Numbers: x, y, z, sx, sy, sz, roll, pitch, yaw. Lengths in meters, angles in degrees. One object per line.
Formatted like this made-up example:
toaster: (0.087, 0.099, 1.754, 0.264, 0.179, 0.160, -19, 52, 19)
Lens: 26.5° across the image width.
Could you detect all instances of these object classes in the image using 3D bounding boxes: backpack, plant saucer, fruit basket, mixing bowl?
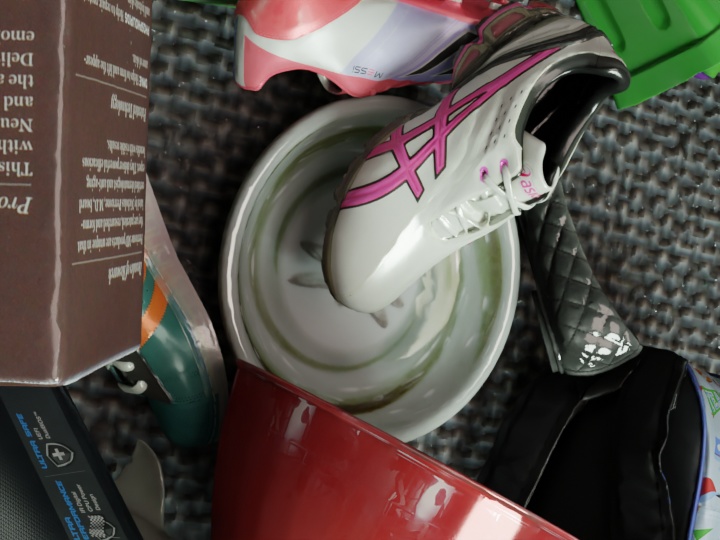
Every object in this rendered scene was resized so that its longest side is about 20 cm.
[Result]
backpack: (0.169, 0.144, 0.921, 0.154, 0.200, 0.191, 16, 81, -40)
plant saucer: (0.000, 0.000, 0.880, 0.200, 0.050, 0.201, -3, 96, -32)
fruit basket: (0.265, -0.168, 0.968, 0.215, 0.155, 0.216, 3, 81, -22)
mixing bowl: (0.002, 0.137, 0.751, 0.200, 0.200, 0.109, 32, 82, -29)

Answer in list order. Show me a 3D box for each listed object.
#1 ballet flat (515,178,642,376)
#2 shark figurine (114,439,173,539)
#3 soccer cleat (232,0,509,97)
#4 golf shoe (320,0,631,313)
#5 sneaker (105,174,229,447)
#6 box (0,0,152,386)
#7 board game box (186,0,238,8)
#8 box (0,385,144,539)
ballet flat: (0.122, -0.034, 0.922, 0.057, 0.066, 0.201, -12, 77, 6)
shark figurine: (-0.148, 0.121, 0.781, 0.214, 0.128, 0.090, 25, 90, -4)
soccer cleat: (0.019, -0.127, 0.849, 0.200, 0.067, 0.077, 4, 114, -34)
golf shoe: (0.057, -0.054, 0.809, 0.200, 0.092, 0.073, -51, 128, 2)
sneaker: (-0.135, 0.009, 0.790, 0.080, 0.071, 0.200, -27, 101, -25)
box: (-0.186, -0.060, 0.660, 0.165, 0.164, 0.201, 2, 93, 3)
board game box: (-0.052, -0.212, 0.844, 0.200, 0.029, 0.135, 3, 93, -32)
box: (-0.170, 0.128, 0.647, 0.159, 0.200, 0.046, -3, 140, -42)
